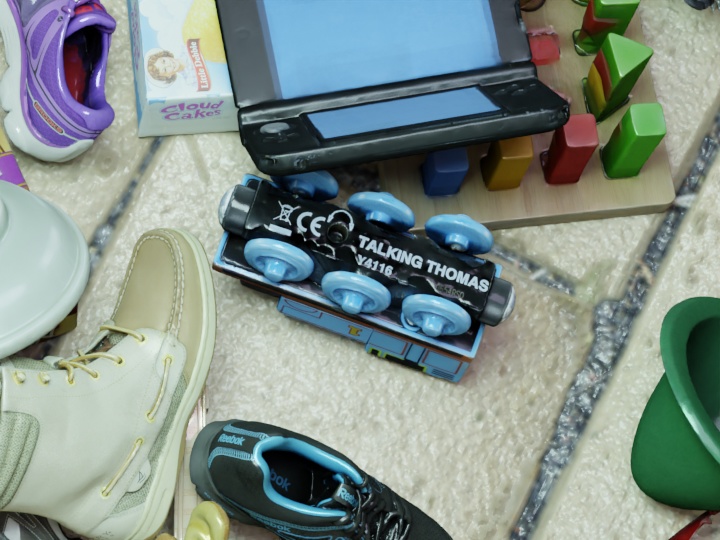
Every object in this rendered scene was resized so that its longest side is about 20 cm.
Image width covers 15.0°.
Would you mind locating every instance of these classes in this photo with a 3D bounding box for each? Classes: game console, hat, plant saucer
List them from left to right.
[{"bbox_3d":[-0.263,-0.012,1.643,0.199,0.050,0.201,-2,34,2],"label":"plant saucer"},{"bbox_3d":[0.016,-0.144,1.739,0.199,0.176,0.117,-10,104,-6],"label":"game console"},{"bbox_3d":[0.201,0.135,1.796,0.200,0.176,0.166,-15,67,-53],"label":"hat"}]

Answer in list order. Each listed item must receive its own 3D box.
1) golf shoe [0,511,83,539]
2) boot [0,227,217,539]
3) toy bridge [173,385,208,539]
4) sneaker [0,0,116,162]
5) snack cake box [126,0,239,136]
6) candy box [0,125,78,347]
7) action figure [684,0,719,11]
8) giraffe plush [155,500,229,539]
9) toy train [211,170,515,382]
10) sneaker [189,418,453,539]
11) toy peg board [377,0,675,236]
[{"bbox_3d":[-0.241,0.124,1.684,0.094,0.077,0.201,-40,113,-36],"label":"golf shoe"},{"bbox_3d":[-0.171,0.059,1.654,0.154,0.072,0.201,18,81,-43],"label":"boot"},{"bbox_3d":[-0.111,0.088,1.738,0.027,0.067,0.201,1,71,-8],"label":"toy bridge"},{"bbox_3d":[-0.195,-0.174,1.799,0.080,0.083,0.201,1,72,-48],"label":"sneaker"},{"bbox_3d":[-0.100,-0.196,1.840,0.114,0.067,0.201,-4,71,-11],"label":"snack cake box"},{"bbox_3d":[-0.273,-0.037,1.763,0.116,0.057,0.201,-22,74,-14],"label":"candy box"},{"bbox_3d":[0.269,-0.217,1.869,0.200,0.119,0.102,35,40,-20],"label":"action figure"},{"bbox_3d":[-0.076,0.240,1.655,0.172,0.201,0.162,-39,51,-16],"label":"giraffe plush"},{"bbox_3d":[0.000,0.000,1.760,0.199,0.114,0.087,19,66,-2],"label":"toy train"},{"bbox_3d":[-0.012,0.156,1.698,0.199,0.082,0.074,29,72,-24],"label":"sneaker"},{"bbox_3d":[0.108,-0.140,1.836,0.198,0.098,0.201,-6,71,-11],"label":"toy peg board"}]
